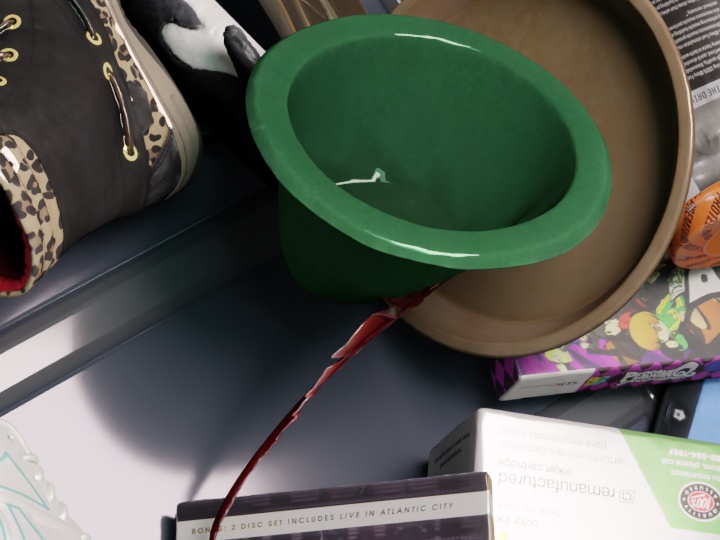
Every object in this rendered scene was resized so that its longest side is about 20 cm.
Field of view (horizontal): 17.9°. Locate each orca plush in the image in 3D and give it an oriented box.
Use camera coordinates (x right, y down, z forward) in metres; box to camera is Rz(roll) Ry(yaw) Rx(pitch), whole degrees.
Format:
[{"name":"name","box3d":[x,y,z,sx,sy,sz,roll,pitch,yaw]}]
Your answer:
[{"name":"orca plush","box3d":[-0.086,-0.096,1.105,0.071,0.105,0.200,-45,103,2]}]

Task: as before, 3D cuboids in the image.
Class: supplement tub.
[{"name":"supplement tub","box3d":[0.163,-0.110,1.144,0.122,0.123,0.201,-10,69,-28]}]

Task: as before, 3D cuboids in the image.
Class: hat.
[{"name":"hat","box3d":[0.000,0.000,1.073,0.199,0.176,0.166,-12,50,-32]}]

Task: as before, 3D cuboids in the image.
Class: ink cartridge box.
[{"name":"ink cartridge box","box3d":[0.105,0.179,1.068,0.144,0.084,0.201,9,69,-13]}]

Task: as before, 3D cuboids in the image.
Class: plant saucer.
[{"name":"plant saucer","box3d":[0.076,-0.057,1.108,0.029,0.200,0.201,7,65,-54]}]

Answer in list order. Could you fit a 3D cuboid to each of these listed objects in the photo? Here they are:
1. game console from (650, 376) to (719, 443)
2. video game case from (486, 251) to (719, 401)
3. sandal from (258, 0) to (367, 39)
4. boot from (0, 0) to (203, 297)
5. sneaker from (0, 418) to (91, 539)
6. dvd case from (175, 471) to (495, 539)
[{"name":"game console","box3d":[0.231,0.111,1.196,0.176,0.031,0.201,28,61,-13]},{"name":"video game case","box3d":[0.134,-0.037,1.192,0.181,0.036,0.201,-4,68,-22]},{"name":"sandal","box3d":[-0.048,-0.161,1.154,0.082,0.055,0.201,1,60,-52]},{"name":"boot","box3d":[-0.169,-0.091,1.031,0.200,0.073,0.151,56,35,-10]},{"name":"sneaker","box3d":[-0.156,0.108,0.994,0.200,0.070,0.080,32,58,-10]},{"name":"dvd case","box3d":[-0.010,0.193,1.008,0.148,0.016,0.201,-7,68,12]}]
